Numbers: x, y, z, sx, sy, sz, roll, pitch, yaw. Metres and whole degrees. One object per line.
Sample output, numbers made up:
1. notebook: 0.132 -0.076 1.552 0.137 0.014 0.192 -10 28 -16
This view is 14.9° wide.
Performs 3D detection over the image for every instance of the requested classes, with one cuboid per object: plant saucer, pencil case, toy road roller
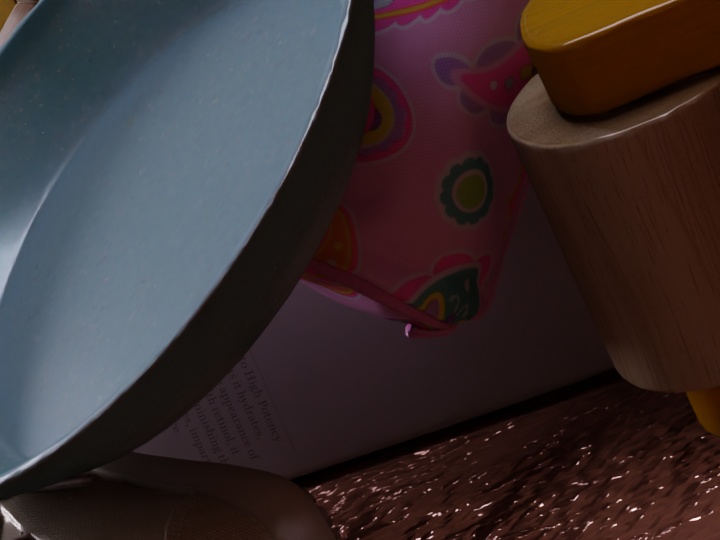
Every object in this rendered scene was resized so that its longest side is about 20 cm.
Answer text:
1. plant saucer: -0.059 -0.020 0.726 0.200 0.036 0.200 -35 35 29
2. pencil case: 0.038 -0.081 0.763 0.201 0.087 0.087 -61 17 -2
3. toy road roller: 0.141 -0.025 0.668 0.199 0.123 0.146 -21 24 13

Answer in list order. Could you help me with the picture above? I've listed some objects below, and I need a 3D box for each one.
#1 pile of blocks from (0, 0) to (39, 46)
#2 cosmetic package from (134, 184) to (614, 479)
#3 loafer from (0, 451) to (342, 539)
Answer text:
1. pile of blocks: -0.155 -0.072 1.120 0.200 0.082 0.062 113 -178 -63
2. cosmetic package: 0.000 0.000 0.867 0.199 0.102 0.074 -19 12 18
3. loafer: -0.082 0.085 0.728 0.068 0.076 0.200 -26 11 -36
